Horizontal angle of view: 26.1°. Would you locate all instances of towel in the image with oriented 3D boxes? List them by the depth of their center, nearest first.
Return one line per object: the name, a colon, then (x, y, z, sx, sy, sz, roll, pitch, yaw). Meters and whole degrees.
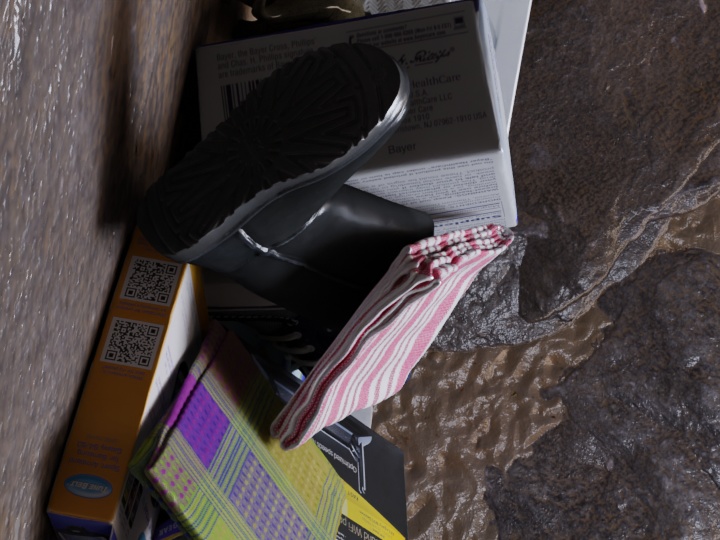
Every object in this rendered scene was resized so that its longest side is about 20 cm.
towel: (-0.063, 0.120, 0.879, 0.144, 0.023, 0.200, 56, 17, -14)
towel: (0.027, 0.039, 0.970, 0.146, 0.030, 0.200, -53, 167, 18)

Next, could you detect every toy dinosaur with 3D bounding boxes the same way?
toy dinosaur: (-0.035, -0.178, 1.045, 0.200, 0.102, 0.077, 82, 19, -80)

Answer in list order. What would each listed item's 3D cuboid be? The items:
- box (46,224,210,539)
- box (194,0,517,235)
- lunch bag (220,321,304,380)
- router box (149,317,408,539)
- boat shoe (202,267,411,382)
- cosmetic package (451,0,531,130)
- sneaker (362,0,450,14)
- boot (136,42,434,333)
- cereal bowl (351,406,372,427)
box: (-0.129, 0.089, 0.869, 0.119, 0.041, 0.200, 92, 11, -60)
box: (0.004, -0.084, 1.022, 0.200, 0.184, 0.105, 56, 26, -76)
lunch bag: (-0.092, 0.107, 1.148, 0.161, 0.082, 0.200, 98, 5, -65)
router box: (-0.048, 0.146, 0.998, 0.200, 0.052, 0.157, 38, 34, -35)
boat shoe: (-0.038, 0.041, 1.056, 0.075, 0.200, 0.093, 25, -68, 54)
cosmetic package: (0.044, -0.213, 1.375, 0.123, 0.200, 0.199, -70, 171, -82)
sneaker: (0.039, -0.232, 1.237, 0.116, 0.074, 0.200, -23, 116, -84)
boot: (-0.006, -0.039, 0.870, 0.200, 0.165, 0.066, 29, 35, -57)
cereal bowl: (-0.074, 0.166, 1.286, 0.200, 0.083, 0.200, -55, -164, 23)
